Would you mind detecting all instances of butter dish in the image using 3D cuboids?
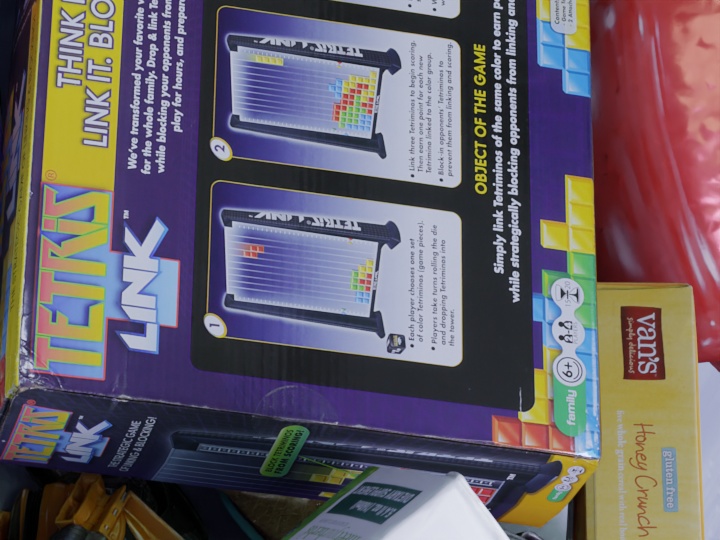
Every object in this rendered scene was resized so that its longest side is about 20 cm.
[{"bbox_3d":[0.095,-0.042,1.017,0.147,0.199,0.201,-16,96,-21],"label":"butter dish"}]

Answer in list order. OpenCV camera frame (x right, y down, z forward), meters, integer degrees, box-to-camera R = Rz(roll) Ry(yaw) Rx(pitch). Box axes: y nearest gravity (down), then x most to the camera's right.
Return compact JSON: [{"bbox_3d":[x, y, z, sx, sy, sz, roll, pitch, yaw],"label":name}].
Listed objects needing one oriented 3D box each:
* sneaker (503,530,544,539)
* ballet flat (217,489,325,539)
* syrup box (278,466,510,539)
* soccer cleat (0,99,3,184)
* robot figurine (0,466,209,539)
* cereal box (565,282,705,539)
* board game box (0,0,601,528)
[{"bbox_3d":[0.034,0.117,0.891,0.200,0.099,0.071,9,62,-58],"label":"sneaker"},{"bbox_3d":[-0.031,0.036,0.924,0.200,0.072,0.068,40,24,-32],"label":"ballet flat"},{"bbox_3d":[-0.040,0.140,0.747,0.200,0.079,0.082,-37,96,-13],"label":"syrup box"},{"bbox_3d":[-0.129,-0.101,0.852,0.068,0.073,0.201,-13,95,-46],"label":"soccer cleat"},{"bbox_3d":[-0.055,0.143,0.901,0.200,0.058,0.145,51,48,-28],"label":"robot figurine"},{"bbox_3d":[0.084,0.118,0.952,0.200,0.039,0.144,88,3,-54],"label":"cereal box"},{"bbox_3d":[-0.018,-0.036,0.859,0.164,0.057,0.201,8,63,-13],"label":"board game box"}]
